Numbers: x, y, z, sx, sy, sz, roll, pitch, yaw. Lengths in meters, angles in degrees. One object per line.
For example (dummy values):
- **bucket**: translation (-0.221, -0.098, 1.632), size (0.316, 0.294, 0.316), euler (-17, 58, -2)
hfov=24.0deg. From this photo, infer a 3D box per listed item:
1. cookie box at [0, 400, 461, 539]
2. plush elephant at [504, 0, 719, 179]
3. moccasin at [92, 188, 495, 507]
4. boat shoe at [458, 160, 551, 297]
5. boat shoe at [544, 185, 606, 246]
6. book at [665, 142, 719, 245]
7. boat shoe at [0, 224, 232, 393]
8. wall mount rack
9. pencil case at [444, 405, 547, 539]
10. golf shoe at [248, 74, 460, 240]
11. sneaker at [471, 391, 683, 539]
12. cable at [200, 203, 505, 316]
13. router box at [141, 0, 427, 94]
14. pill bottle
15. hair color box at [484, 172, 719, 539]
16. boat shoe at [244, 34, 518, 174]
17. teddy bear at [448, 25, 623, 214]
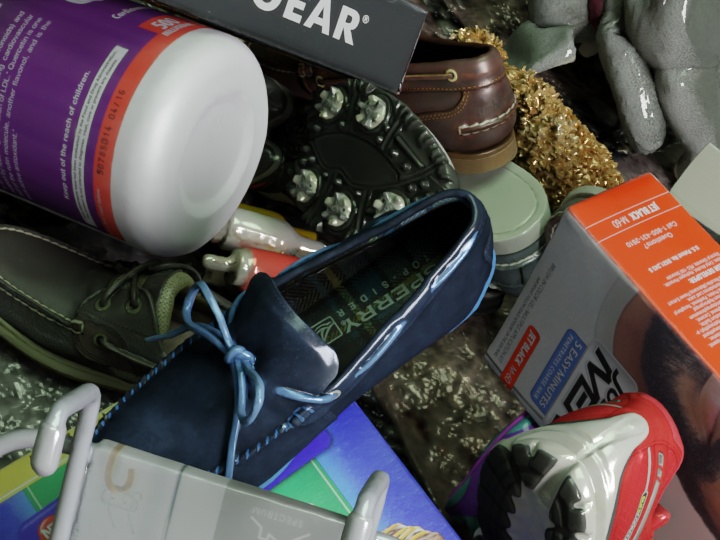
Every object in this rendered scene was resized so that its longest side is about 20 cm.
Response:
- **cookie box**: translation (-0.046, 0.141, 0.693), size (0.170, 0.075, 0.200), euler (-30, 64, -20)
- **plush elephant**: translation (0.175, -0.166, 1.099), size (0.200, 0.166, 0.154), euler (36, -10, -40)
- **moccasin**: translation (-0.032, 0.025, 0.678), size (0.200, 0.068, 0.080), euler (-40, 70, -19)
- **boat shoe**: translation (0.043, -0.051, 0.965), size (0.073, 0.062, 0.200), euler (-35, 44, -11)
- **boat shoe**: translation (0.146, 0.054, 0.876), size (0.059, 0.072, 0.201), euler (-29, 95, -34)
- **book**: translation (0.228, 0.015, 0.825), size (0.133, 0.048, 0.200), euler (41, 3, 25)
- **boat shoe**: translation (-0.099, 0.025, 0.819), size (0.199, 0.065, 0.073), euler (27, 40, -4)
- **wall mount rack**: translation (-0.070, 0.141, 0.608), size (0.198, 0.176, 0.075), euler (15, 9, 6)
- **pencil case**: translation (0.133, 0.151, 0.803), size (0.092, 0.085, 0.200), euler (-34, 69, -27)
- **golf shoe**: translation (-0.005, -0.057, 0.885), size (0.088, 0.078, 0.199), euler (20, 3, -42)
- **sneaker**: translation (0.092, 0.123, 0.720), size (0.084, 0.201, 0.077), euler (-26, 63, -26)
- **cable**: translation (0.000, 0.000, 0.897), size (0.198, 0.051, 0.097), euler (3, 27, -21)
- **router box**: translation (-0.086, -0.154, 0.856), size (0.199, 0.052, 0.149), euler (15, 8, -42)
- **pill bottle**: translation (-0.153, -0.089, 0.846), size (0.199, 0.113, 0.112), euler (22, 39, 23)
- **hair color box**: translation (0.152, 0.069, 0.746), size (0.064, 0.111, 0.200), euler (-23, 61, -36)
- **boat shoe**: translation (0.007, -0.114, 0.946), size (0.199, 0.071, 0.070), euler (18, 45, 38)
- **teddy bear**: translation (0.119, -0.064, 0.984), size (0.066, 0.145, 0.201), euler (-33, 48, 2)
